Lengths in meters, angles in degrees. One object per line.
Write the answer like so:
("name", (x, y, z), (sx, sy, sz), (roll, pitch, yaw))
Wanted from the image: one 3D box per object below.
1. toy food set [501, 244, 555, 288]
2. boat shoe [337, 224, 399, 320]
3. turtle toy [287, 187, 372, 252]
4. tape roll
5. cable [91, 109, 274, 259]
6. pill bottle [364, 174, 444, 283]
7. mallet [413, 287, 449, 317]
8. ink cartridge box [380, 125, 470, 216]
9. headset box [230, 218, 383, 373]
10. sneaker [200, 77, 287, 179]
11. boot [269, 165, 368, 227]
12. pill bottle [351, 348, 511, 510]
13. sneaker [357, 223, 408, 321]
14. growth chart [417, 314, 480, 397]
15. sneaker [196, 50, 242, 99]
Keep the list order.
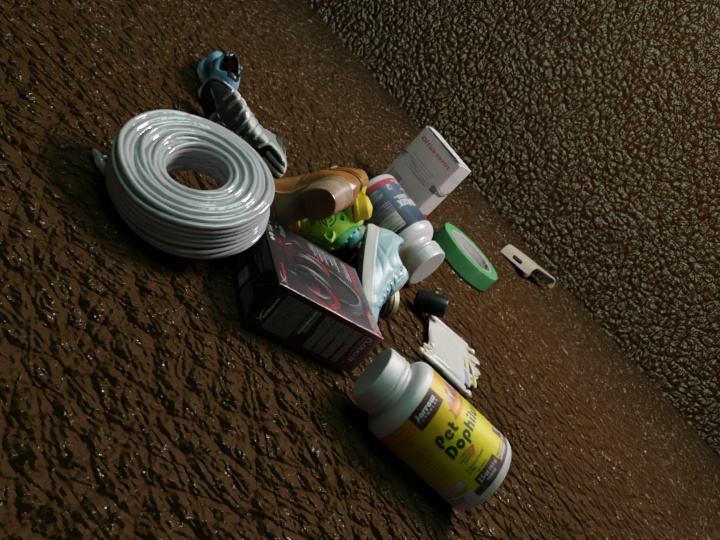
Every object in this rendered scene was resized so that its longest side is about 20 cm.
("toy food set", (0.592, -0.007, 2.338), (0.199, 0.061, 0.144), (25, 17, -48))
("boat shoe", (0.000, 0.000, 1.097), (0.071, 0.073, 0.202), (3, 48, -33))
("turtle toy", (-0.055, -0.093, 1.074), (0.201, 0.143, 0.103), (-100, -178, -56))
("tape roll", (0.277, -0.036, 1.745), (0.200, 0.048, 0.201), (39, 21, -18))
("cable", (-0.198, -0.106, 0.786), (0.197, 0.070, 0.202), (-8, 55, -36))
("pill bottle", (0.075, -0.080, 1.312), (0.201, 0.120, 0.119), (54, 21, 20))
("mallet", (0.157, 0.057, 1.313), (0.065, 0.042, 0.200), (19, 9, 16))
("ink cartridge box", (0.153, -0.234, 1.648), (0.146, 0.200, 0.084), (53, 21, 20))
("headset box", (-0.065, 0.035, 0.867), (0.199, 0.075, 0.150), (31, 23, -35))
("sneaker", (-0.199, -0.247, 1.167), (0.201, 0.074, 0.116), (54, 13, -9))
("boot", (-0.092, -0.107, 0.945), (0.155, 0.196, 0.075), (-47, 136, -62))
("pill bottle", (0.085, 0.192, 0.818), (0.200, 0.109, 0.110), (43, 20, -8))
("sneaker", (0.035, 0.016, 1.008), (0.080, 0.074, 0.203), (12, 57, -6))
("growth chart", (0.165, 0.151, 1.197), (0.145, 0.018, 0.200), (45, 20, -6))
("sneaker", (-0.254, -0.370, 1.247), (0.078, 0.090, 0.201), (32, 23, -33))
